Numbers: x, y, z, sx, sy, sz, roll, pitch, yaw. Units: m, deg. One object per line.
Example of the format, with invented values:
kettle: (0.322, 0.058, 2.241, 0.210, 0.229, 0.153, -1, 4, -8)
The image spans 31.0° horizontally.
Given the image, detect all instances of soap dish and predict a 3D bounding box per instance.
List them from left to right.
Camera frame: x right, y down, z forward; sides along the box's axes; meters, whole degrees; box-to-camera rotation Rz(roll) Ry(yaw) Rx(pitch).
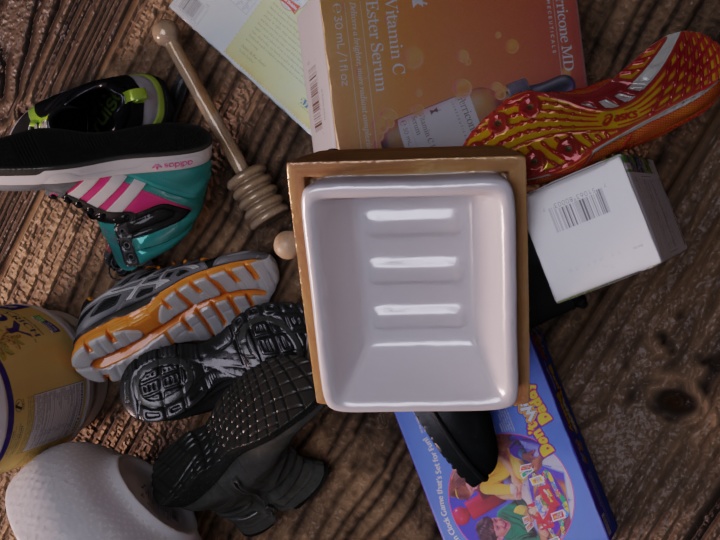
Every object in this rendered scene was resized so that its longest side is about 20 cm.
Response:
soap dish: (0.038, 0.003, 0.907, 0.157, 0.081, 0.201, -1, 122, 7)

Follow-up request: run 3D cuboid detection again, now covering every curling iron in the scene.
curling iron: (-0.187, -0.085, 1.179, 0.049, 0.026, 0.201, 17, 95, -4)

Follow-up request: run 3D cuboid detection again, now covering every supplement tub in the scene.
supplement tub: (-0.326, 0.106, 1.147, 0.145, 0.200, 0.146, 2, 95, 19)

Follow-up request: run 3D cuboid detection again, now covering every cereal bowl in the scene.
cereal bowl: (-0.203, 0.219, 1.118, 0.200, 0.200, 0.083, 45, 97, 11)

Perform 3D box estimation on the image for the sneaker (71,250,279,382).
sneaker: (-0.168, 0.024, 1.152, 0.199, 0.078, 0.077, -22, 44, 3)

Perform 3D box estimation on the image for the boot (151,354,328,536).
boot: (-0.072, 0.151, 1.107, 0.200, 0.130, 0.068, -39, 47, 24)

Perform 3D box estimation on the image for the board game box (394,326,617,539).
board game box: (0.112, 0.145, 1.079, 0.134, 0.045, 0.201, -22, 87, 20)

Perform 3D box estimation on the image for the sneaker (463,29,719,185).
sneaker: (0.169, -0.101, 0.931, 0.199, 0.077, 0.073, -19, 68, 4)

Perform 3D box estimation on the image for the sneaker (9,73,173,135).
sneaker: (-0.259, -0.135, 1.157, 0.199, 0.083, 0.072, -18, 86, 31)

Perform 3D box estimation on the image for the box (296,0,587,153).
box: (0.063, -0.140, 0.999, 0.199, 0.106, 0.153, -8, 92, -10)

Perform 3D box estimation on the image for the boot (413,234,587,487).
boot: (0.101, 0.051, 1.015, 0.162, 0.073, 0.199, -32, 99, 4)

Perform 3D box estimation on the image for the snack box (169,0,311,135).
snack box: (-0.056, -0.208, 1.114, 0.200, 0.037, 0.116, 43, 104, 12)

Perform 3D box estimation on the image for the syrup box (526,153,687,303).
syrup box: (0.183, -0.033, 0.958, 0.078, 0.200, 0.082, -22, 87, 19)

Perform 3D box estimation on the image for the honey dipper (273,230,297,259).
honey dipper: (0.027, -0.006, 1.046, 0.199, 0.038, 0.038, 7, 98, -16)

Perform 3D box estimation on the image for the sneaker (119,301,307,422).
sneaker: (-0.109, 0.082, 1.139, 0.199, 0.091, 0.076, -14, 78, -2)

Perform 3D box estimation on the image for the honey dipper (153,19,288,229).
honey dipper: (-0.127, -0.130, 1.135, 0.038, 0.038, 0.201, -31, 85, 19)

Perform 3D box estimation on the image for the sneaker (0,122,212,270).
sneaker: (-0.224, -0.058, 1.109, 0.199, 0.084, 0.121, -4, 123, -8)

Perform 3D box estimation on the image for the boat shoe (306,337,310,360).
boat shoe: (0.000, 0.000, 1.093, 0.074, 0.068, 0.201, 18, 94, -23)
